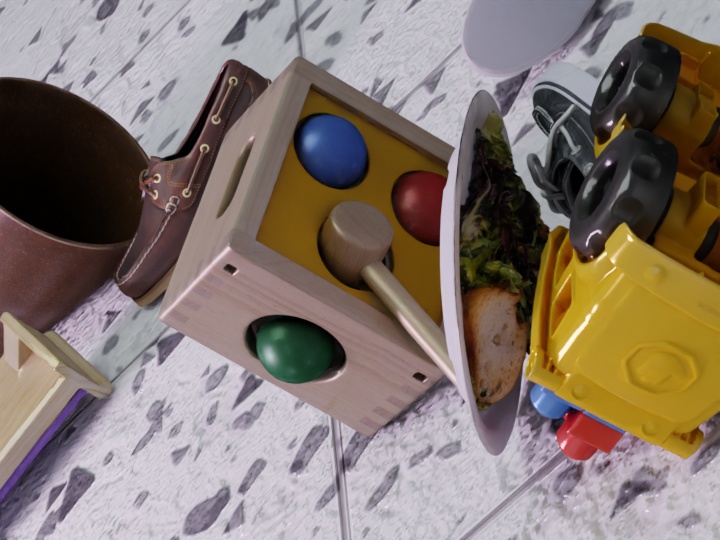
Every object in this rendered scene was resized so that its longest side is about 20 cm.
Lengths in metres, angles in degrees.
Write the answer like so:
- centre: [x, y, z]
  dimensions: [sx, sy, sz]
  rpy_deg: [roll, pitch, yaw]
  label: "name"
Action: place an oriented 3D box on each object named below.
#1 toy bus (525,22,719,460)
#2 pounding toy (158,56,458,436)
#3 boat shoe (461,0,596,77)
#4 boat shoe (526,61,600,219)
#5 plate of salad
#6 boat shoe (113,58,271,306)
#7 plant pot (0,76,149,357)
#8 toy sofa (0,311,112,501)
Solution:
- centre: [0.152, 0.000, 1.386]
  dimensions: [0.192, 0.135, 0.200]
  rpy_deg: [-54, 16, 38]
  label: "toy bus"
- centre: [0.000, 0.000, 1.599]
  dimensions: [0.142, 0.184, 0.201]
  rpy_deg: [-43, 23, 49]
  label: "pounding toy"
- centre: [0.138, -0.212, 1.768]
  dimensions: [0.200, 0.071, 0.070]
  rpy_deg: [-56, -3, 1]
  label: "boat shoe"
- centre: [0.135, -0.060, 1.541]
  dimensions: [0.068, 0.074, 0.199]
  rpy_deg: [-38, 33, -3]
  label: "boat shoe"
- centre: [0.081, 0.001, 1.456]
  dimensions: [0.048, 0.201, 0.201]
  rpy_deg: [-3, 44, 14]
  label: "plate of salad"
- centre: [-0.134, -0.070, 2.042]
  dimensions: [0.200, 0.070, 0.070]
  rpy_deg: [-56, 25, -4]
  label: "boat shoe"
- centre: [-0.286, -0.019, 2.146]
  dimensions: [0.200, 0.186, 0.187]
  rpy_deg: [-55, 19, 34]
  label: "plant pot"
- centre: [-0.276, 0.142, 2.014]
  dimensions: [0.200, 0.098, 0.083]
  rpy_deg: [-52, 49, 0]
  label: "toy sofa"
